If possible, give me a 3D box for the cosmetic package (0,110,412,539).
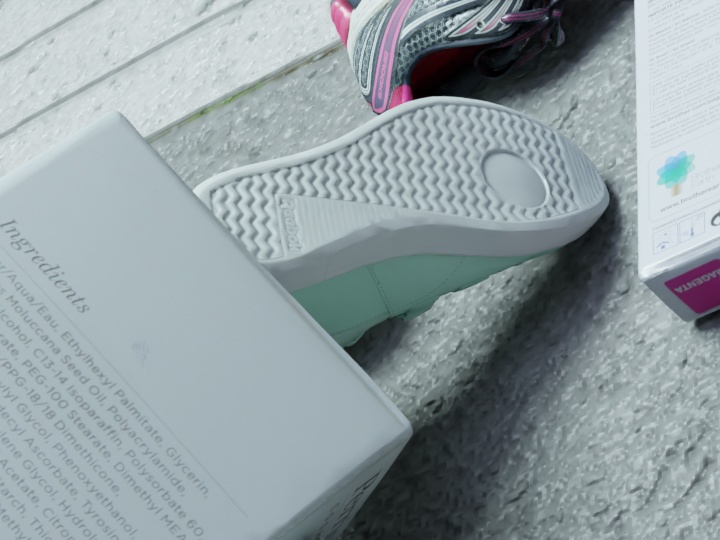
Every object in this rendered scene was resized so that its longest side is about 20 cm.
[{"bbox_3d":[-0.124,0.084,1.018,0.200,0.165,0.165,-36,-12,-35],"label":"cosmetic package"}]

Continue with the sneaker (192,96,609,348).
[{"bbox_3d":[0.000,0.000,1.145,0.074,0.200,0.118,58,142,27],"label":"sneaker"}]

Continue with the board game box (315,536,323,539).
[{"bbox_3d":[-0.039,0.210,0.987,0.200,0.105,0.103,-43,35,4],"label":"board game box"}]

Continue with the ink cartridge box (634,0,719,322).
[{"bbox_3d":[0.165,-0.083,1.119,0.119,0.042,0.200,-25,43,28],"label":"ink cartridge box"}]

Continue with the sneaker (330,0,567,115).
[{"bbox_3d":[0.075,-0.135,1.236,0.200,0.081,0.075,-42,49,30],"label":"sneaker"}]
